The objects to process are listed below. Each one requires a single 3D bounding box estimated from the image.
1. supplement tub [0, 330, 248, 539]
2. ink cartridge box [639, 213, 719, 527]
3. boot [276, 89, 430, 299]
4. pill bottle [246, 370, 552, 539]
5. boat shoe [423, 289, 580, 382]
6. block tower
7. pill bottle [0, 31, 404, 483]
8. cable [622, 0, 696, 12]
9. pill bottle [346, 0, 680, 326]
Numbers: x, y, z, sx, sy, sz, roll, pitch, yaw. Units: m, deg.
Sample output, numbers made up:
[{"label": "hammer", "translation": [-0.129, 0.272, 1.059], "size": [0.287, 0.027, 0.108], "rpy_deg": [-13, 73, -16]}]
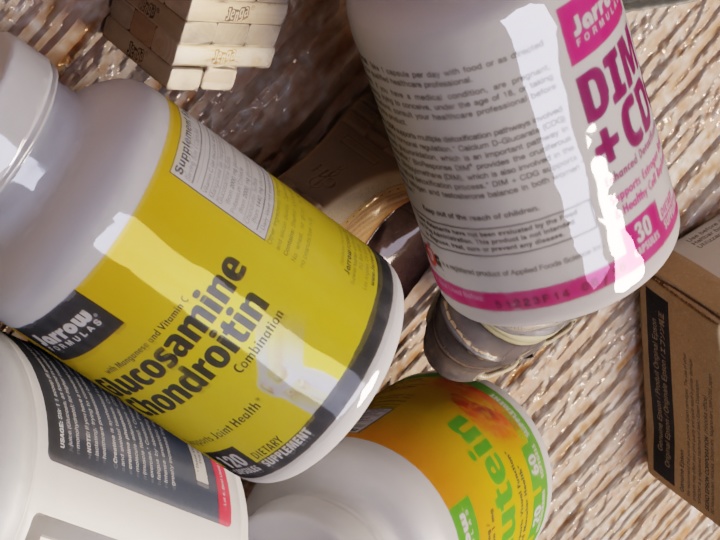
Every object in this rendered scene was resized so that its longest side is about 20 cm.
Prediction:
[{"label": "supplement tub", "translation": [-0.154, 0.099, 0.976], "size": [0.200, 0.140, 0.141], "rpy_deg": [29, 96, -49]}, {"label": "ink cartridge box", "translation": [0.258, 0.029, 1.367], "size": [0.199, 0.075, 0.166], "rpy_deg": [-29, 133, -25]}, {"label": "boot", "translation": [0.000, 0.000, 1.129], "size": [0.199, 0.072, 0.167], "rpy_deg": [-28, 147, -31]}, {"label": "pill bottle", "translation": [0.009, 0.124, 1.118], "size": [0.200, 0.110, 0.112], "rpy_deg": [-28, 140, -63]}, {"label": "boat shoe", "translation": [0.082, 0.001, 1.168], "size": [0.073, 0.075, 0.200], "rpy_deg": [-43, 171, 29]}, {"label": "block tower", "translation": [-0.047, -0.177, 0.951], "size": [0.054, 0.058, 0.201], "rpy_deg": [-3, 121, -42]}, {"label": "pill bottle", "translation": [-0.087, -0.007, 0.954], "size": [0.199, 0.112, 0.112], "rpy_deg": [35, 92, -24]}, {"label": "cable", "translation": [0.104, -0.119, 1.103], "size": [0.199, 0.097, 0.051], "rpy_deg": [-36, 131, -18]}, {"label": "pill bottle", "translation": [0.059, -0.087, 0.990], "size": [0.113, 0.113, 0.201], "rpy_deg": [-33, 121, -22]}]
